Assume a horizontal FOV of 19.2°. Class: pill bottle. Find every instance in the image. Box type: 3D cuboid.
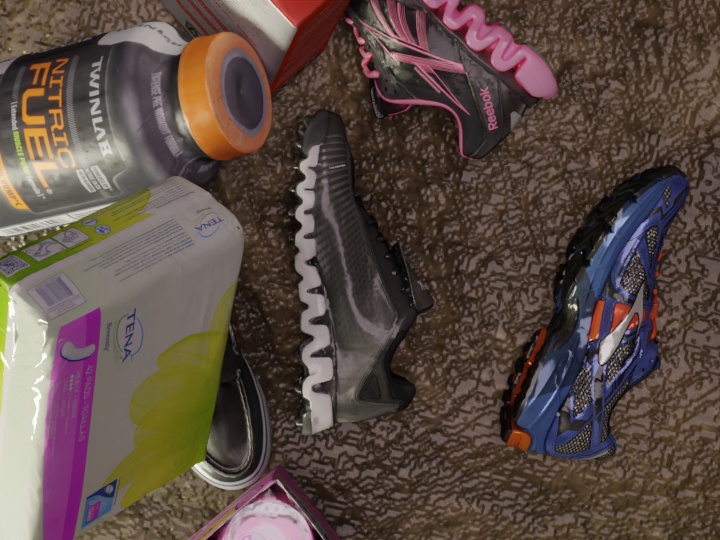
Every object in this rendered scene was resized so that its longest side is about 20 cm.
[{"bbox_3d":[-0.152,-0.086,1.265,0.198,0.106,0.107,-11,89,28],"label":"pill bottle"}]

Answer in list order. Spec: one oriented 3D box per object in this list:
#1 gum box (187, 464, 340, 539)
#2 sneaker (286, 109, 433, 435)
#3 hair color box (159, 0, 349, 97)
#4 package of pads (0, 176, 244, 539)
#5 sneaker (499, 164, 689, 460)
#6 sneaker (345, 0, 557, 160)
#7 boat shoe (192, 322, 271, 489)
[{"bbox_3d":[-0.106,0.210,1.294,0.200,0.114,0.066,-40,90,-1],"label":"gum box"},{"bbox_3d":[0.000,0.000,1.326,0.089,0.066,0.202,-2,93,-4],"label":"sneaker"},{"bbox_3d":[-0.062,-0.171,1.255,0.061,0.200,0.102,-43,90,-13],"label":"hair color box"},{"bbox_3d":[-0.145,0.057,1.214,0.068,0.201,0.154,37,45,26],"label":"package of pads"},{"bbox_3d":[0.157,0.028,1.329,0.078,0.075,0.201,24,97,-9],"label":"sneaker"},{"bbox_3d":[0.024,-0.145,1.328,0.199,0.079,0.096,38,100,1],"label":"sneaker"},{"bbox_3d":[-0.110,0.043,1.325,0.068,0.057,0.202,-21,89,-1],"label":"boat shoe"}]
